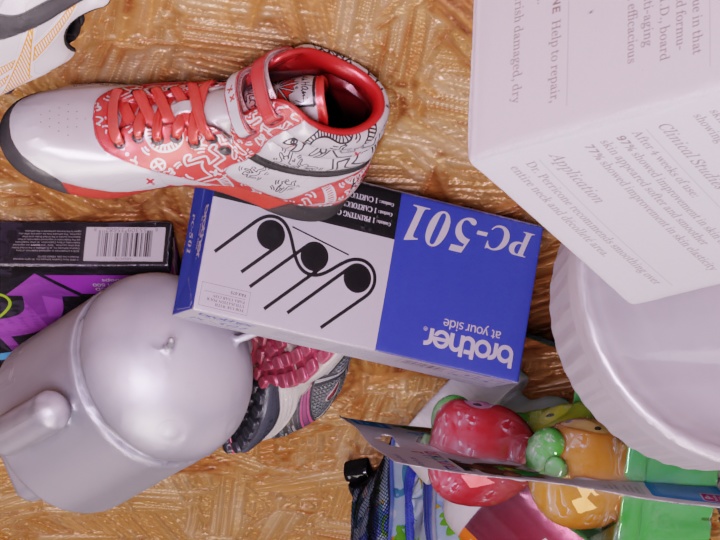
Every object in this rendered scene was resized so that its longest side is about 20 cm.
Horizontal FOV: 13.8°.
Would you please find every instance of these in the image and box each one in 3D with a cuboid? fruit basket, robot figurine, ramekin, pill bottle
[{"bbox_3d":[0.100,0.101,1.698,0.199,0.094,0.185,13,-177,-10],"label":"fruit basket"},{"bbox_3d":[-0.140,0.071,1.741,0.169,0.113,0.200,-23,175,-45],"label":"robot figurine"},{"bbox_3d":[0.194,0.017,1.612,0.201,0.204,0.094,11,162,-14],"label":"ramekin"},{"bbox_3d":[0.121,0.149,1.838,0.200,0.109,0.110,44,150,10],"label":"pill bottle"}]

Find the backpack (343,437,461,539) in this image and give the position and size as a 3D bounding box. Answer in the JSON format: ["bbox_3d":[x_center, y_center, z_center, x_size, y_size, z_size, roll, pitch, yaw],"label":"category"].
[{"bbox_3d":[0.084,0.209,1.946,0.182,0.201,0.147,12,149,-15],"label":"backpack"}]

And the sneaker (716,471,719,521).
[{"bbox_3d":[0.247,0.134,1.869,0.199,0.083,0.075,12,-177,-36],"label":"sneaker"}]

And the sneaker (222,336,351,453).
[{"bbox_3d":[-0.033,0.039,1.798,0.074,0.081,0.200,-15,161,-30],"label":"sneaker"}]

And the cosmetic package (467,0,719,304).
[{"bbox_3d":[0.177,-0.108,1.414,0.199,0.167,0.167,-14,147,29],"label":"cosmetic package"}]

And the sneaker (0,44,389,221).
[{"bbox_3d":[-0.085,-0.084,1.583,0.200,0.068,0.108,9,149,-17],"label":"sneaker"}]

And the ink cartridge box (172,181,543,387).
[{"bbox_3d":[0.000,0.000,1.686,0.199,0.095,0.044,13,170,-19],"label":"ink cartridge box"}]

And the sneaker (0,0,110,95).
[{"bbox_3d":[-0.190,-0.112,1.536,0.080,0.074,0.200,14,149,-22],"label":"sneaker"}]

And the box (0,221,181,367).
[{"bbox_3d":[-0.174,0.033,1.828,0.142,0.036,0.200,0,151,5],"label":"box"}]

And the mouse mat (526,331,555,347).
[{"bbox_3d":[0.184,0.068,1.780,0.160,0.008,0.200,20,179,-27],"label":"mouse mat"}]
